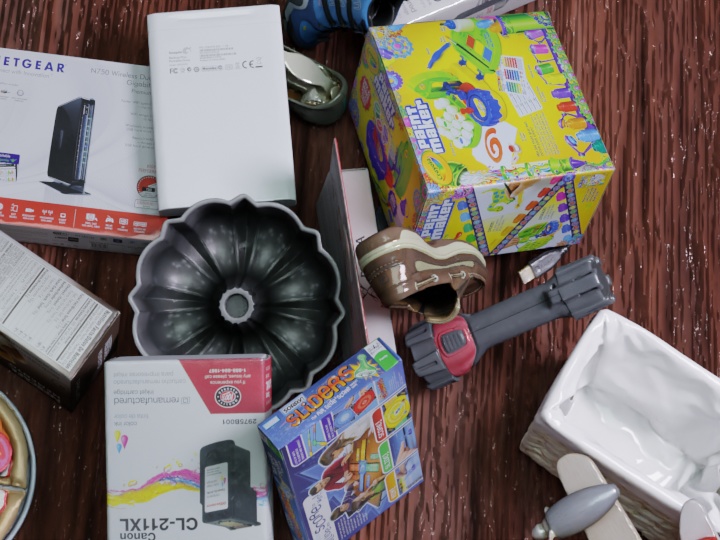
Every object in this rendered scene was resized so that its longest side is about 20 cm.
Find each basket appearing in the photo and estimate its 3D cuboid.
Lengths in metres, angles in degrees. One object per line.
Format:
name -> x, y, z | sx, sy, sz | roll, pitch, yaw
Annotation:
basket -> 0.262, 0.156, 1.561 | 0.199, 0.124, 0.136 | 33, 65, 4

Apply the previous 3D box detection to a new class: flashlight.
flashlight -> 0.141, 0.047, 1.564 | 0.198, 0.068, 0.068 | -24, 38, 18

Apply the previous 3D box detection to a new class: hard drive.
hard drive -> -0.134, -0.154, 1.599 | 0.130, 0.027, 0.203 | -5, 72, -4

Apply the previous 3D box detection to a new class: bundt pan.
bundt pan -> -0.112, 0.032, 1.553 | 0.199, 0.076, 0.205 | 0, 89, 1

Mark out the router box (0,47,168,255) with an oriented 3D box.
router box -> -0.279, -0.115, 1.610 | 0.197, 0.049, 0.182 | 6, 71, -7

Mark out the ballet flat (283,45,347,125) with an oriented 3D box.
ballet flat -> -0.100, -0.213, 1.664 | 0.198, 0.064, 0.068 | 27, 69, 1

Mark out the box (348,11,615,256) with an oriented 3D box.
box -> 0.111, -0.130, 1.606 | 0.190, 0.123, 0.202 | -7, 58, -17

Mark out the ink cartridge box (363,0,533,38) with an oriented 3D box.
ink cartridge box -> 0.080, -0.323, 1.720 | 0.198, 0.085, 0.147 | -24, 77, -18

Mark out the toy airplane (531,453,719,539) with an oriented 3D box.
toy airplane -> 0.235, 0.285, 1.461 | 0.199, 0.202, 0.140 | 24, 24, 36

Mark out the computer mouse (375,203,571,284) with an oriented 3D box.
computer mouse -> 0.113, -0.032, 1.646 | 0.199, 0.046, 0.141 | -25, 69, -27

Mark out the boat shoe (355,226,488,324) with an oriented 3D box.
boat shoe -> 0.062, 0.016, 1.512 | 0.074, 0.201, 0.076 | -31, 70, 26

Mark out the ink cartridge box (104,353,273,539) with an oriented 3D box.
ink cartridge box -> -0.150, 0.178, 1.474 | 0.144, 0.083, 0.203 | -1, 90, -1

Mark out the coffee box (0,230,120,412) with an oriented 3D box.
coffee box -> -0.323, 0.030, 1.521 | 0.199, 0.114, 0.080 | 34, 69, 2

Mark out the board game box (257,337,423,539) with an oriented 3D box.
board game box -> -0.013, 0.164, 1.480 | 0.135, 0.201, 0.034 | -35, 55, -18

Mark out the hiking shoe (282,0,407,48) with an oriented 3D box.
hiking shoe -> -0.011, -0.258, 1.626 | 0.074, 0.200, 0.088 | -18, 78, -36

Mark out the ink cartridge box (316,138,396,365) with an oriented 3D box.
ink cartridge box -> 0.000, 0.000, 1.548 | 0.044, 0.176, 0.203 | -6, 73, -10

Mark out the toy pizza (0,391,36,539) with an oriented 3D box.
toy pizza -> -0.393, 0.181, 1.502 | 0.197, 0.032, 0.203 | 3, 71, -8
